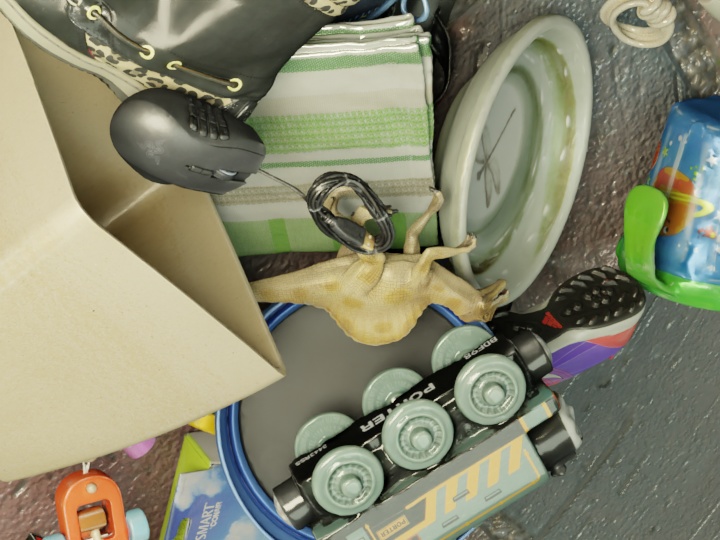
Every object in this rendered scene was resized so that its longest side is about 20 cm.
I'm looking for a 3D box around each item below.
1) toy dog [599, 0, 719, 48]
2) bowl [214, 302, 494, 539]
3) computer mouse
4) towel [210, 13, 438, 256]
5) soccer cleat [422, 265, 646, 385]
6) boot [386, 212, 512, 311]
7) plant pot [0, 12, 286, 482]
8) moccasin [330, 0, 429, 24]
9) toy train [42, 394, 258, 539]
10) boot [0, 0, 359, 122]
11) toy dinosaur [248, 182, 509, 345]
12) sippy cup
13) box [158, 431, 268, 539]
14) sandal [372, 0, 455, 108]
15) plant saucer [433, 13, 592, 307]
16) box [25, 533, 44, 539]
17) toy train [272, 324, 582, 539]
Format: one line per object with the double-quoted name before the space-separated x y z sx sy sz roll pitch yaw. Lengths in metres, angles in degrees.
"toy dog" 0.198 -0.235 1.349 0.200 0.131 0.097 40 56 -51
"bowl" 0.004 0.097 1.356 0.199 0.039 0.202 -1 98 -6
"computer mouse" -0.057 -0.048 1.182 0.199 0.034 0.059 23 124 -32
"towel" -0.026 -0.081 1.287 0.148 0.031 0.200 -1 144 4
"soccer cleat" 0.113 0.059 1.449 0.199 0.068 0.073 -19 141 -29
"boot" 0.011 0.041 1.444 0.200 0.075 0.097 -42 128 -16
"plant pot" -0.190 0.001 1.184 0.177 0.200 0.200 -37 137 11
"moccasin" 0.040 -0.204 1.224 0.200 0.068 0.081 -37 139 -1
"toy train" -0.130 0.118 1.379 0.199 0.056 0.151 -19 106 -22
"boot" -0.105 -0.170 1.136 0.203 0.074 0.154 38 118 -26
"toy dinosaur" 0.000 0.000 1.285 0.199 0.058 0.102 1 113 -5
"sippy cup" 0.265 -0.054 1.514 0.139 0.178 0.131 10 111 6
"box" -0.064 0.169 1.494 0.199 0.048 0.123 -4 123 -33
"sandal" 0.029 -0.135 1.333 0.075 0.045 0.201 -6 125 -33
"plant saucer" 0.094 -0.078 1.388 0.200 0.050 0.201 -42 141 -47
"box" -0.237 0.290 1.465 0.200 0.040 0.137 -51 135 8
"toy train" 0.045 0.120 1.308 0.199 0.085 0.114 -32 112 -3
